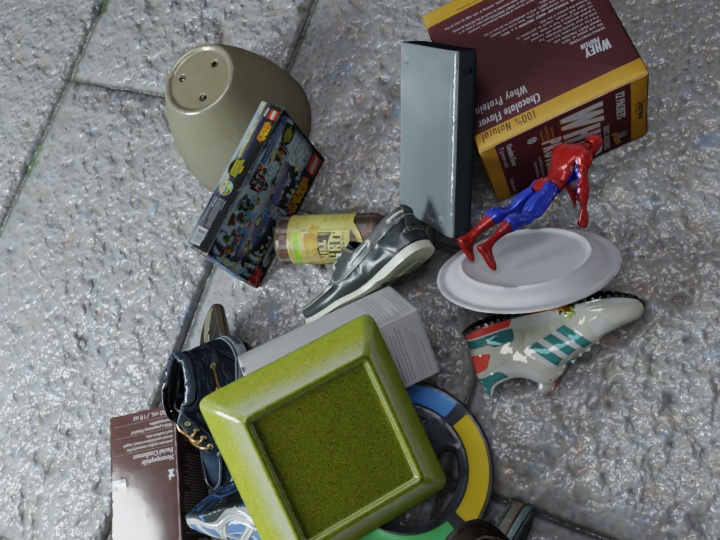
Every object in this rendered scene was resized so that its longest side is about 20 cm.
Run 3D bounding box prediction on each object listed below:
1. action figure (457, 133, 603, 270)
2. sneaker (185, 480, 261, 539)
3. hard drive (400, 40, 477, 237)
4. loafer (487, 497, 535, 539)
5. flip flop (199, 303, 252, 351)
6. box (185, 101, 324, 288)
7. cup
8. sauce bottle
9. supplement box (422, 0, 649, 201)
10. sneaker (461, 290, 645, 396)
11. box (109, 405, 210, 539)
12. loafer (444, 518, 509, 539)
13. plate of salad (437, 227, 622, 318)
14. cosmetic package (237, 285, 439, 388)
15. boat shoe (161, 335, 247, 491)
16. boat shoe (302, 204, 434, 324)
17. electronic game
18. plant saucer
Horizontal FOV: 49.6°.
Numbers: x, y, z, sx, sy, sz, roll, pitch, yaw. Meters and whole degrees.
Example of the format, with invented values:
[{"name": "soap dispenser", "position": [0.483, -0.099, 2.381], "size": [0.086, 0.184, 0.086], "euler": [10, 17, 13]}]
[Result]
[{"name": "action figure", "position": [0.207, -0.064, 0.858], "size": [0.200, 0.099, 0.065], "euler": [-44, 31, -10]}, {"name": "sneaker", "position": [-0.119, 0.277, 0.852], "size": [0.198, 0.075, 0.078], "euler": [-16, 103, 41]}, {"name": "hard drive", "position": [0.086, -0.154, 0.894], "size": [0.032, 0.203, 0.139], "euler": [-9, 22, -20]}, {"name": "loafer", "position": [0.111, 0.320, 0.802], "size": [0.062, 0.072, 0.202], "euler": [25, 84, 31]}, {"name": "flip flop", "position": [-0.144, 0.133, 0.963], "size": [0.201, 0.057, 0.081], "euler": [58, 136, 23]}, {"name": "box", "position": [-0.128, -0.092, 0.991], "size": [0.039, 0.137, 0.202], "euler": [22, 81, 25]}, {"name": "cup", "position": [-0.184, -0.221, 1.053], "size": [0.197, 0.143, 0.204], "euler": [-6, 70, 18]}, {"name": "sauce bottle", "position": [-0.009, -0.041, 0.970], "size": [0.197, 0.065, 0.066], "euler": [-2, 71, 18]}, {"name": "supplement box", "position": [0.206, -0.230, 0.919], "size": [0.195, 0.133, 0.203], "euler": [-24, 65, 11]}, {"name": "sneaker", "position": [0.216, 0.083, 0.855], "size": [0.197, 0.070, 0.095], "euler": [-14, 90, 9]}, {"name": "box", "position": [-0.244, 0.272, 0.945], "size": [0.099, 0.075, 0.203], "euler": [-15, 69, 14]}, {"name": "loafer", "position": [0.149, 0.320, 0.731], "size": [0.073, 0.071, 0.201], "euler": [-38, 104, -9]}, {"name": "plate of salad", "position": [0.182, 0.004, 0.848], "size": [0.197, 0.049, 0.201], "euler": [-12, 24, 6]}, {"name": "cosmetic package", "position": [-0.027, 0.102, 0.863], "size": [0.198, 0.108, 0.086], "euler": [-25, 109, -8]}, {"name": "boat shoe", "position": [-0.184, 0.178, 0.904], "size": [0.070, 0.090, 0.204], "euler": [15, 108, 42]}, {"name": "boat shoe", "position": [0.000, 0.000, 0.926], "size": [0.199, 0.071, 0.068], "euler": [-39, 73, 31]}, {"name": "electronic game", "position": [0.047, 0.214, 0.843], "size": [0.196, 0.042, 0.203], "euler": [1, 61, -1]}, {"name": "plant saucer", "position": [-0.028, 0.175, 0.768], "size": [0.198, 0.048, 0.202], "euler": [-26, 93, -14]}]
